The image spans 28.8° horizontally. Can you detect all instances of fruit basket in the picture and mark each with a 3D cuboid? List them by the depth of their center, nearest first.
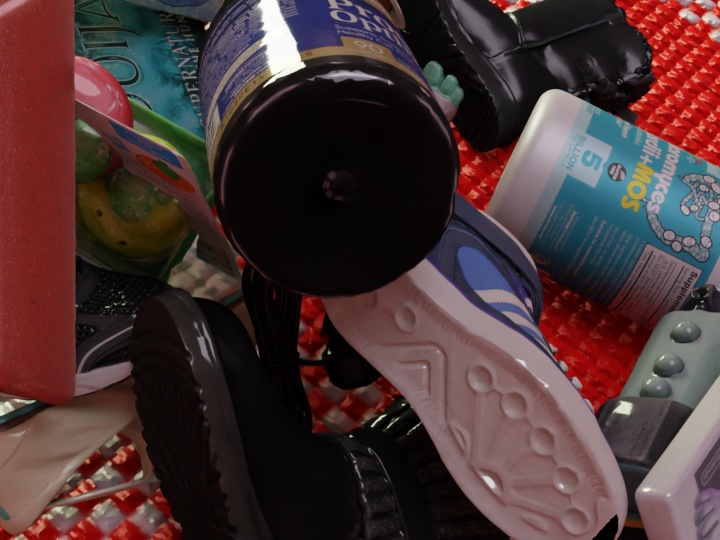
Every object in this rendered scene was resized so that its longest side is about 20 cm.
[{"bbox_3d":[-0.151,-0.060,0.714,0.184,0.200,0.095,30,84,10],"label":"fruit basket"}]

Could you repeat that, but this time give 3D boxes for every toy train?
[{"bbox_3d":[0.179,0.096,0.775,0.084,0.115,0.200,2,35,34],"label":"toy train"}]

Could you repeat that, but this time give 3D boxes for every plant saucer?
[{"bbox_3d":[-0.223,-0.044,0.639,0.197,0.203,0.037,10,18,20],"label":"plant saucer"}]

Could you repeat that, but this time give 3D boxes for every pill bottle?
[{"bbox_3d":[-0.024,-0.081,0.686,0.110,0.113,0.201,8,27,-14],"label":"pill bottle"},{"bbox_3d":[0.183,-0.025,0.892,0.198,0.111,0.111,26,47,2],"label":"pill bottle"}]

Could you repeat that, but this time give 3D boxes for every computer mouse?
[{"bbox_3d":[0.000,0.000,0.794,0.046,0.142,0.199,22,42,37],"label":"computer mouse"}]

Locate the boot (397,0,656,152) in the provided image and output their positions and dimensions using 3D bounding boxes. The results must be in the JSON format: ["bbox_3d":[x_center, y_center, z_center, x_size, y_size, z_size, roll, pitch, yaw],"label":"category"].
[{"bbox_3d":[0.113,-0.178,1.022,0.161,0.074,0.200,-20,68,-31],"label":"boot"}]

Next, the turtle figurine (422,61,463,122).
[{"bbox_3d":[-0.016,-0.088,0.878,0.149,0.101,0.200,40,35,3],"label":"turtle figurine"}]

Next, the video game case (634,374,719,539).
[{"bbox_3d":[0.218,0.137,0.741,0.200,0.023,0.184,-40,117,-44],"label":"video game case"}]

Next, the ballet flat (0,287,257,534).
[{"bbox_3d":[-0.114,0.074,0.735,0.199,0.070,0.070,-29,65,-35],"label":"ballet flat"}]

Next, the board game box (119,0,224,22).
[{"bbox_3d":[-0.142,-0.251,0.959,0.198,0.043,0.201,4,45,-50],"label":"board game box"}]

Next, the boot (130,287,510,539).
[{"bbox_3d":[-0.017,0.087,0.696,0.157,0.079,0.214,-26,107,-32],"label":"boot"}]

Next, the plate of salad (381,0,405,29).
[{"bbox_3d":[-0.039,-0.238,0.949,0.048,0.200,0.201,-39,66,2],"label":"plate of salad"}]

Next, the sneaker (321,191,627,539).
[{"bbox_3d":[0.081,0.042,0.724,0.200,0.081,0.146,46,31,13],"label":"sneaker"}]

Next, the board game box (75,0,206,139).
[{"bbox_3d":[-0.157,-0.127,0.905,0.133,0.028,0.202,-7,54,-27],"label":"board game box"}]

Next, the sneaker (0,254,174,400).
[{"bbox_3d":[-0.189,0.005,0.694,0.197,0.087,0.081,3,32,8],"label":"sneaker"}]
